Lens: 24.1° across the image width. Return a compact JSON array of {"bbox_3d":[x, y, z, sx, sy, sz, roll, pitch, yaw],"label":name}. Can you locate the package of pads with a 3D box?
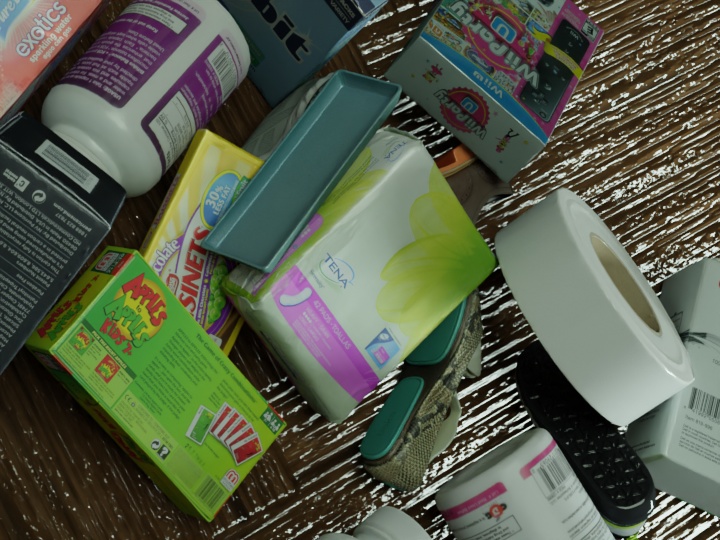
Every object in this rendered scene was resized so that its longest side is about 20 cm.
[{"bbox_3d":[0.000,0.000,1.369,0.200,0.068,0.155,-44,124,-14],"label":"package of pads"}]

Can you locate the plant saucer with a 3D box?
[{"bbox_3d":[-0.044,-0.079,1.337,0.201,0.070,0.019,-55,143,-23],"label":"plant saucer"}]

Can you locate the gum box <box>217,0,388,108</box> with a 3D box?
[{"bbox_3d":[-0.075,-0.246,1.389,0.044,0.200,0.170,-38,92,-28],"label":"gum box"}]

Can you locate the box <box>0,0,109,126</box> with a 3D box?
[{"bbox_3d":[-0.283,-0.188,1.332,0.094,0.103,0.201,39,64,-9],"label":"box"}]

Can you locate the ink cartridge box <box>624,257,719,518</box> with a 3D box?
[{"bbox_3d":[0.333,0.111,1.534,0.146,0.083,0.201,26,66,-15],"label":"ink cartridge box"}]

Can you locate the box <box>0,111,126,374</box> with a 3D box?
[{"bbox_3d":[-0.269,0.001,1.209,0.104,0.148,0.200,37,97,-10],"label":"box"}]

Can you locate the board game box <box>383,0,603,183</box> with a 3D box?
[{"bbox_3d":[0.124,-0.195,1.510,0.147,0.064,0.200,40,45,-8],"label":"board game box"}]

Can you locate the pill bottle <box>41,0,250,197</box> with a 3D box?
[{"bbox_3d":[-0.185,-0.131,1.354,0.112,0.112,0.200,41,62,-8],"label":"pill bottle"}]

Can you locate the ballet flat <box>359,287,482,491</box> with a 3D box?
[{"bbox_3d":[0.064,0.096,1.434,0.075,0.068,0.201,39,65,-33],"label":"ballet flat"}]

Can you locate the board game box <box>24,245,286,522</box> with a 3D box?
[{"bbox_3d":[-0.154,0.088,1.293,0.102,0.047,0.200,-51,121,-22],"label":"board game box"}]

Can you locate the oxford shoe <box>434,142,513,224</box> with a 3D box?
[{"bbox_3d":[0.061,-0.048,1.466,0.200,0.071,0.073,-37,95,-29],"label":"oxford shoe"}]

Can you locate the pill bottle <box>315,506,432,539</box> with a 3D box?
[{"bbox_3d":[-0.028,0.275,1.305,0.200,0.111,0.112,-37,91,-29],"label":"pill bottle"}]

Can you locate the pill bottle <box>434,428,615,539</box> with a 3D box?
[{"bbox_3d":[0.158,0.243,1.397,0.113,0.113,0.201,-31,89,-28],"label":"pill bottle"}]

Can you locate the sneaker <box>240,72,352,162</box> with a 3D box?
[{"bbox_3d":[-0.072,-0.086,1.422,0.200,0.079,0.074,-47,115,-13],"label":"sneaker"}]

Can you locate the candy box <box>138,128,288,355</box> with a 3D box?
[{"bbox_3d":[-0.128,-0.002,1.351,0.102,0.026,0.201,27,84,-20],"label":"candy box"}]

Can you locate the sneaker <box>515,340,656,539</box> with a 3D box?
[{"bbox_3d":[0.190,0.154,1.469,0.071,0.083,0.201,-18,58,-10],"label":"sneaker"}]

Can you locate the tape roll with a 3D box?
[{"bbox_3d":[0.201,0.031,1.439,0.203,0.071,0.203,48,17,-21],"label":"tape roll"}]
